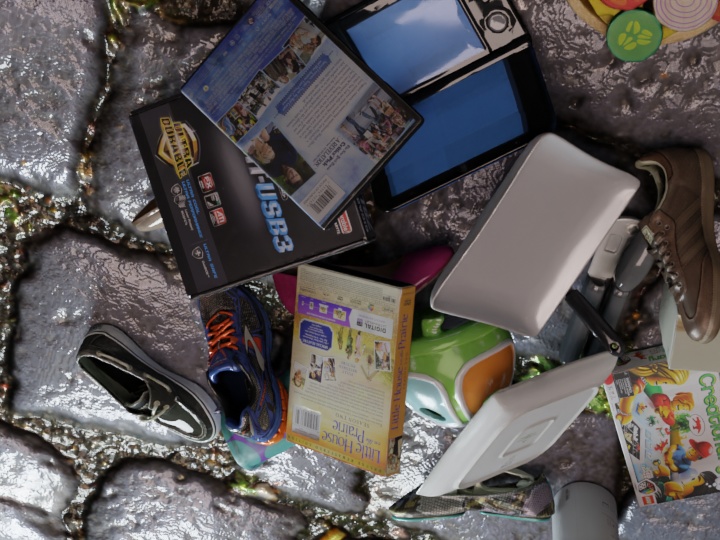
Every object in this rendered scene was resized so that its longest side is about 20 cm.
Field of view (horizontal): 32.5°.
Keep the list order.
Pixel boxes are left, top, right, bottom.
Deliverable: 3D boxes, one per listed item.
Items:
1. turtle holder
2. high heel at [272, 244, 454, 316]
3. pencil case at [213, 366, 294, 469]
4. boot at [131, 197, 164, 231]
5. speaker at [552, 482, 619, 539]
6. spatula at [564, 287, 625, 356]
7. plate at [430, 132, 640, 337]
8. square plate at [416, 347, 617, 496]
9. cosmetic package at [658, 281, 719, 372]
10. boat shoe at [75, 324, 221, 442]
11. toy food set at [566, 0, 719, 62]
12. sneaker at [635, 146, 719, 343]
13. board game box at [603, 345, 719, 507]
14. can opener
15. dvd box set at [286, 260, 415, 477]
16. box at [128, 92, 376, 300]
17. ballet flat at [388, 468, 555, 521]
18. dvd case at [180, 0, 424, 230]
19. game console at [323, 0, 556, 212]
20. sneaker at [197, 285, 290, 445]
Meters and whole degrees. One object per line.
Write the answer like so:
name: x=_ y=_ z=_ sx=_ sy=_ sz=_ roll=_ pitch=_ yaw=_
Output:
turtle holder: x=0.080 y=0.097 z=1.328 sx=0.185 sy=0.141 sz=0.132 roll=-12 pitch=102 yaw=30
high heel: x=0.000 y=0.000 z=1.339 sx=0.199 sy=0.067 sz=0.096 roll=-30 pitch=104 yaw=17
pencil case: x=-0.070 y=0.147 z=1.415 sx=0.200 sy=0.093 sz=0.085 roll=-33 pitch=109 yaw=24
boot: x=-0.126 y=-0.058 z=1.317 sx=0.200 sy=0.070 sz=0.146 roll=-33 pitch=114 yaw=24
speaker: x=0.262 y=0.338 z=1.424 sx=0.081 sy=0.200 sz=0.082 roll=3 pitch=121 yaw=5
spatula: x=0.211 y=0.014 z=1.308 sx=0.200 sy=0.021 sz=0.057 roll=47 pitch=112 yaw=0
plate: x=0.169 y=-0.035 z=1.217 sx=0.200 sy=0.032 sz=0.200 roll=16 pitch=112 yaw=-50
square plate: x=0.176 y=0.172 z=1.342 sx=0.028 sy=0.199 sz=0.198 roll=55 pitch=138 yaw=25
cosmetic package: x=0.421 y=0.055 z=1.296 sx=0.199 sy=0.105 sz=0.071 roll=3 pitch=119 yaw=4
boat shoe: x=-0.252 y=0.148 z=1.456 sx=0.200 sy=0.064 sz=0.071 roll=39 pitch=118 yaw=-15
toy food set: x=0.278 y=-0.297 z=1.136 sx=0.200 sy=0.049 sz=0.198 roll=-31 pitch=112 yaw=22
sneaker: x=0.313 y=-0.025 z=1.230 sx=0.075 sy=0.201 sz=0.070 roll=1 pitch=164 yaw=-3
board game box: x=0.358 y=0.176 z=1.414 sx=0.126 sy=0.035 sz=0.201 roll=-14 pitch=118 yaw=14
can opener: x=0.263 y=0.029 z=1.326 sx=0.052 sy=0.067 sz=0.201 roll=14 pitch=126 yaw=-3
dvd box set: x=-0.012 y=0.100 z=1.293 sx=0.146 sy=0.029 sz=0.201 roll=13 pitch=103 yaw=40
box: x=-0.107 y=-0.094 z=1.224 sx=0.198 sy=0.050 sz=0.201 roll=-17 pitch=92 yaw=16
ballet flat: x=0.133 y=0.265 z=1.486 sx=0.199 sy=0.072 sz=0.072 roll=-1 pitch=120 yaw=8
dvd case: x=-0.056 y=-0.158 z=1.174 sx=0.200 sy=0.018 sz=0.143 roll=44 pitch=101 yaw=7
game console: x=0.065 y=-0.184 z=1.189 sx=0.199 sy=0.119 sz=0.171 roll=-25 pitch=115 yaw=20
sneaker: x=-0.137 y=0.095 z=1.360 sx=0.075 sy=0.078 sz=0.201 roll=-32 pitch=70 yaw=23
